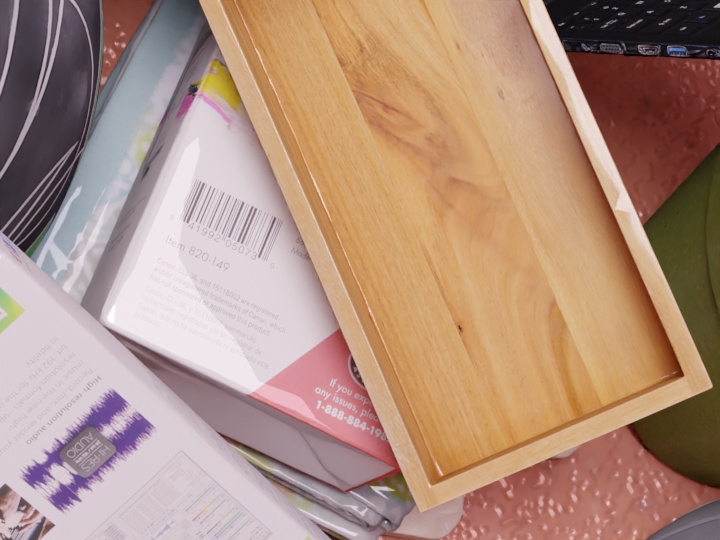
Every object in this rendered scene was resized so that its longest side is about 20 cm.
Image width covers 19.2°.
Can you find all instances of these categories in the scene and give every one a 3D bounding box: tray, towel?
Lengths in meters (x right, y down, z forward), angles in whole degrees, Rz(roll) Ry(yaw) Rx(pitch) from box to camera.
[{"bbox_3d":[0.025,-0.036,0.672,0.098,0.037,0.201,-24,87,7],"label":"tray"},{"bbox_3d":[-0.026,-0.018,0.790,0.171,0.048,0.201,29,70,-11],"label":"towel"}]

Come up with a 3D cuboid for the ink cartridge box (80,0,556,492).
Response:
[{"bbox_3d":[-0.009,-0.040,0.739,0.116,0.067,0.201,27,70,-13],"label":"ink cartridge box"}]

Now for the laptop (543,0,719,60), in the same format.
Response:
[{"bbox_3d":[0.112,-0.152,0.730,0.177,0.200,0.104,-33,118,-36],"label":"laptop"}]

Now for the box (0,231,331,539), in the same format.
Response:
[{"bbox_3d":[-0.105,0.095,0.676,0.144,0.036,0.200,-42,124,1],"label":"box"}]

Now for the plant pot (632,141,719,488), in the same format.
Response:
[{"bbox_3d":[0.181,0.008,0.791,0.199,0.190,0.201,5,75,-19],"label":"plant pot"}]

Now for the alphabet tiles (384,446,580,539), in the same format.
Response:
[{"bbox_3d":[0.000,0.000,0.825,0.195,0.015,0.201,10,73,-14],"label":"alphabet tiles"}]

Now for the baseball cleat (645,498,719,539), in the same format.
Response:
[{"bbox_3d":[0.107,0.163,0.772,0.200,0.106,0.070,-45,107,-18],"label":"baseball cleat"}]

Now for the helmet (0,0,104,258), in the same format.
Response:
[{"bbox_3d":[-0.178,-0.066,0.685,0.190,0.200,0.201,-1,77,-12],"label":"helmet"}]
